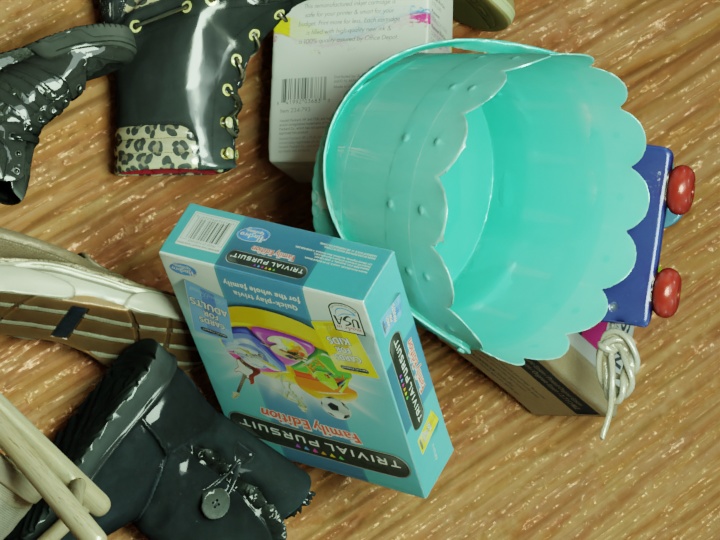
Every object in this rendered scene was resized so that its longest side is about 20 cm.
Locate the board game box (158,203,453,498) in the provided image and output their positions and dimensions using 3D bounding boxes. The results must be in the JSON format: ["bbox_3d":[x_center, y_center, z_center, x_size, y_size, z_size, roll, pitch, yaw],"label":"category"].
[{"bbox_3d":[-0.033,0.054,1.655,0.047,0.150,0.201,-58,148,-32],"label":"board game box"}]

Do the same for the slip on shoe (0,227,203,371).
[{"bbox_3d":[-0.180,0.017,1.680,0.199,0.076,0.061,11,51,-29],"label":"slip on shoe"}]

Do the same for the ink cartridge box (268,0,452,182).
[{"bbox_3d":[0.002,-0.167,1.782,0.067,0.115,0.201,31,59,-69],"label":"ink cartridge box"}]

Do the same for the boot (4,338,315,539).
[{"bbox_3d":[-0.138,0.168,1.670,0.168,0.076,0.200,46,72,-24],"label":"boot"}]

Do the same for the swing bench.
[{"bbox_3d":[-0.286,0.144,1.517,0.199,0.130,0.200,-42,97,0],"label":"swing bench"}]

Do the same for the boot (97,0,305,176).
[{"bbox_3d":[-0.079,-0.143,1.729,0.202,0.073,0.155,-3,85,4],"label":"boot"}]

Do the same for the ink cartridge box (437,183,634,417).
[{"bbox_3d":[0.140,-0.014,1.829,0.165,0.075,0.201,36,62,-52],"label":"ink cartridge box"}]

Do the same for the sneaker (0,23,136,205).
[{"bbox_3d":[-0.231,-0.089,1.662,0.199,0.060,0.105,-15,80,-17],"label":"sneaker"}]

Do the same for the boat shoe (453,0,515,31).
[{"bbox_3d":[0.044,-0.256,1.856,0.200,0.073,0.063,40,69,-11],"label":"boat shoe"}]

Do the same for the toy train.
[{"bbox_3d":[0.185,0.015,1.775,0.084,0.116,0.201,8,91,15],"label":"toy train"}]

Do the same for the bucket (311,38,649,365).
[{"bbox_3d":[0.074,-0.049,1.658,0.206,0.134,0.209,-11,105,-44],"label":"bucket"}]
